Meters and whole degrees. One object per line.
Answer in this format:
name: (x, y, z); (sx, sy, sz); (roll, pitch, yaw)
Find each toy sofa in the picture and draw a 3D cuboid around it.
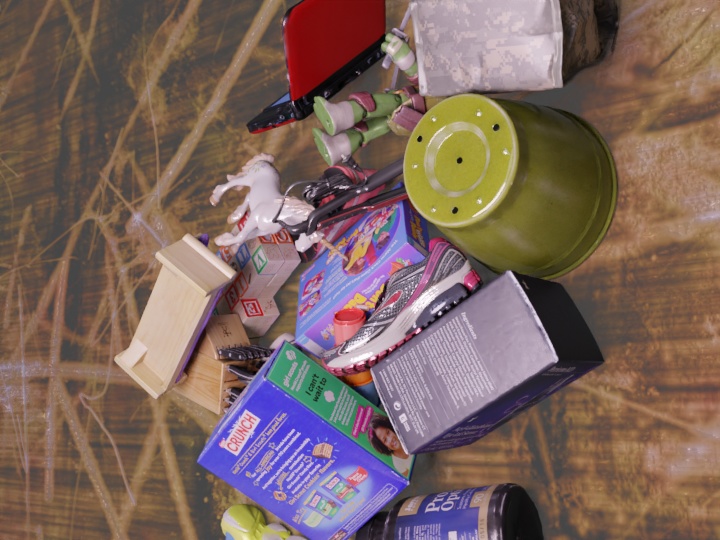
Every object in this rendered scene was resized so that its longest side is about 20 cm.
toy sofa: (-0.228, 0.056, 0.978); (0.082, 0.097, 0.202); (37, 121, 11)

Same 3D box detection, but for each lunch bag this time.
lunch bag: (0.171, -0.260, 0.819); (0.161, 0.199, 0.120); (5, 114, 33)

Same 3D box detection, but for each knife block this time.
knife block: (-0.178, 0.158, 1.022); (0.200, 0.063, 0.178); (-47, 59, 37)

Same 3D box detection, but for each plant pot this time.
plant pot: (0.145, -0.097, 0.816); (0.197, 0.191, 0.205); (-5, 82, 36)

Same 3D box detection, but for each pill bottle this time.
pill bottle: (0.094, 0.305, 0.856); (0.197, 0.111, 0.114); (-18, 74, 33)

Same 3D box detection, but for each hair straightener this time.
hair straightener: (-0.016, -0.101, 0.909); (0.196, 0.041, 0.078); (-20, 110, -2)

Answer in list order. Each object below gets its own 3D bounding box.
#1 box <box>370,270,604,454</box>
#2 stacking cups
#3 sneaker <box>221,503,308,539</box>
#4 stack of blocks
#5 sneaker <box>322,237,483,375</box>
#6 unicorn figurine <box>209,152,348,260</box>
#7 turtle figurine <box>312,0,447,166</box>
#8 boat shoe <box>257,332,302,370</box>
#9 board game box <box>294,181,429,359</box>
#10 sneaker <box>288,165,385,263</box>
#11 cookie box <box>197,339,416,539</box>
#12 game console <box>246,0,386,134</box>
box: (0.136, 0.102, 0.827); (0.199, 0.147, 0.106); (-38, 64, 27)
stacking cups: (-0.005, 0.144, 0.932); (0.060, 0.060, 0.204); (7, 114, 36)
sneaker: (-0.118, 0.404, 1.036); (0.198, 0.075, 0.107); (26, 112, 43)
stack of blocks: (-0.163, 0.024, 1.089); (0.200, 0.058, 0.116); (-49, 58, 36)
sneaker: (0.039, 0.047, 0.855); (0.199, 0.081, 0.075); (-37, 75, 3)
unicorn figurine: (-0.119, -0.075, 0.976); (0.136, 0.074, 0.203); (-29, 64, 15)
turtle figurine: (0.025, -0.226, 0.940); (0.203, 0.191, 0.144); (68, 164, -12)
boat shoe: (-0.103, 0.192, 1.048); (0.092, 0.074, 0.203); (31, 112, 30)
board game box: (0.000, 0.000, 0.962); (0.199, 0.045, 0.136); (-41, 28, 26)
sneaker: (-0.030, -0.070, 1.023); (0.200, 0.086, 0.075); (-43, 65, 51)
cookie box: (-0.060, 0.206, 0.885); (0.199, 0.076, 0.172); (36, 122, -8)
game console: (-0.058, -0.279, 0.958); (0.171, 0.200, 0.120); (-4, 122, 47)
